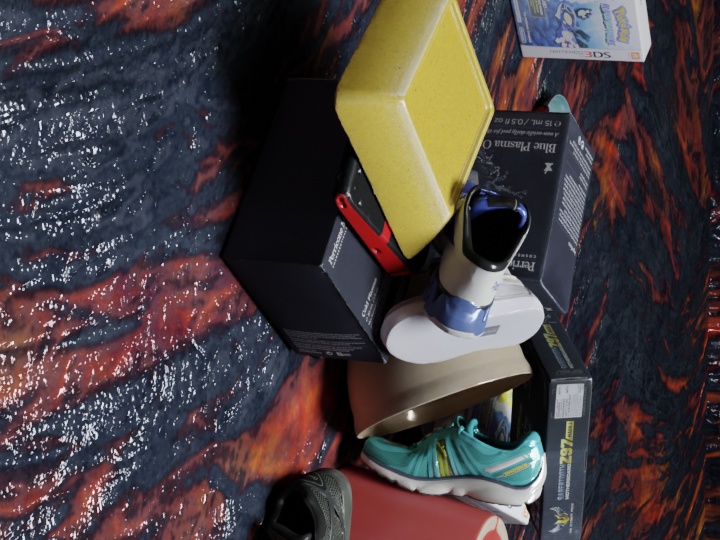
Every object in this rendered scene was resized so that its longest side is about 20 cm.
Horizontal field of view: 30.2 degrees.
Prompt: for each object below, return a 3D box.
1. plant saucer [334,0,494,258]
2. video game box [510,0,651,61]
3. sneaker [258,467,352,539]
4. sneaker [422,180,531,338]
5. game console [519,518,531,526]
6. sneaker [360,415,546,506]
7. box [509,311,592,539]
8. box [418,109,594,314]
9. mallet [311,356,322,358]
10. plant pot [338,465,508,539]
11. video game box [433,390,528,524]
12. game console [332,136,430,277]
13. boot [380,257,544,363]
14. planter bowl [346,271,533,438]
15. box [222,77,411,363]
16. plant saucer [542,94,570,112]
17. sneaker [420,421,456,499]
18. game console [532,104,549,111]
[{"bbox_3d":[0.062,-0.147,1.192,0.201,0.048,0.201,-65,144,-34],"label":"plant saucer"},{"bbox_3d":[0.290,-0.373,1.799,0.201,0.180,0.047,68,36,-44],"label":"video game box"},{"bbox_3d":[-0.051,0.299,1.293,0.114,0.075,0.203,1,87,-63],"label":"sneaker"},{"bbox_3d":[0.116,-0.038,1.248,0.201,0.080,0.116,-83,-163,-54],"label":"sneaker"},{"bbox_3d":[0.202,0.227,1.794,0.199,0.117,0.174,-16,109,-65],"label":"game console"},{"bbox_3d":[0.098,0.192,1.408,0.077,0.197,0.081,-31,125,-74],"label":"sneaker"},{"bbox_3d":[0.204,0.168,1.460,0.158,0.050,0.203,-105,-166,-65],"label":"box"},{"bbox_3d":[0.146,-0.070,1.518,0.117,0.194,0.203,39,59,-61],"label":"box"},{"bbox_3d":[0.000,0.000,1.364,0.041,0.065,0.202,57,44,-55],"label":"mallet"},{"bbox_3d":[0.054,0.317,1.411,0.200,0.175,0.204,5,90,-65],"label":"plant pot"},{"bbox_3d":[0.158,0.182,1.596,0.182,0.046,0.203,35,62,-48],"label":"video game box"},{"bbox_3d":[0.034,-0.112,1.223,0.177,0.031,0.203,46,52,-53],"label":"game console"},{"bbox_3d":[0.083,0.030,1.306,0.198,0.096,0.074,-1,132,-39],"label":"boot"},{"bbox_3d":[0.068,0.081,1.415,0.200,0.198,0.136,8,60,-66],"label":"planter bowl"},{"bbox_3d":[-0.022,-0.047,1.260,0.183,0.103,0.202,59,42,-53],"label":"box"},{"bbox_3d":[0.283,-0.163,2.011,0.200,0.027,0.203,5,90,-65],"label":"plant saucer"},{"bbox_3d":[0.120,0.193,1.655,0.105,0.074,0.203,-44,130,-48],"label":"sneaker"},{"bbox_3d":[0.201,-0.082,1.726,0.173,0.117,0.202,50,49,-45],"label":"game console"}]
